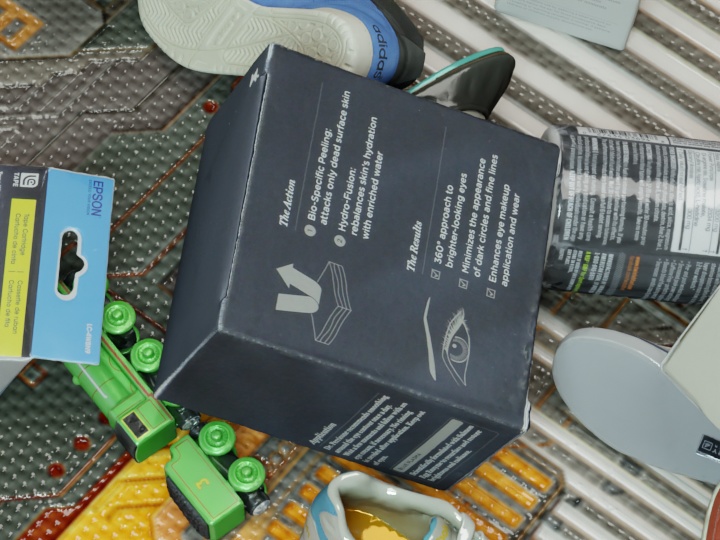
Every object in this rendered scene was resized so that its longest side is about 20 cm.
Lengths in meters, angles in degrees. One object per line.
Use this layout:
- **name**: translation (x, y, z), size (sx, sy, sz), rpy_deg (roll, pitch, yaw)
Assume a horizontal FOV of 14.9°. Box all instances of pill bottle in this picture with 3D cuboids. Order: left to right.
- **pill bottle**: translation (0.210, -0.030, 1.748), size (0.199, 0.106, 0.107), rpy_deg (7, 56, -5)

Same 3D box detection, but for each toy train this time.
- **toy train**: translation (-0.129, 0.080, 1.661), size (0.056, 0.042, 0.200), rpy_deg (-35, 68, -16)

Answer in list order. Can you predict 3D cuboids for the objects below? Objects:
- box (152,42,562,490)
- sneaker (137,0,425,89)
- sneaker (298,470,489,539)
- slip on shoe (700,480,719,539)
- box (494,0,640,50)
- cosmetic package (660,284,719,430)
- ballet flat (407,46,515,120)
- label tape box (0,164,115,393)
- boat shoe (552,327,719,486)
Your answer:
- **box**: translation (0.000, 0.000, 1.649), size (0.199, 0.117, 0.197), rpy_deg (19, 60, -17)
- **sneaker**: translation (-0.047, -0.160, 1.818), size (0.200, 0.077, 0.111), rpy_deg (19, 12, 36)
- **sneaker**: translation (0.057, 0.186, 1.594), size (0.199, 0.081, 0.077), rpy_deg (25, 55, 6)
- **slip on shoe**: translation (0.241, 0.205, 1.612), size (0.074, 0.061, 0.201), rpy_deg (4, 62, -6)
- **box**: translation (0.165, -0.266, 1.841), size (0.097, 0.200, 0.125), rpy_deg (18, 55, 3)
- **cosmetic package**: translation (0.282, 0.061, 1.657), size (0.105, 0.071, 0.200), rpy_deg (46, 27, 26)
- **ballet flat**: translation (0.021, -0.077, 1.779), size (0.199, 0.068, 0.069), rpy_deg (-24, 73, -11)
- **label tape box**: translation (-0.254, 0.007, 1.669), size (0.199, 0.066, 0.144), rpy_deg (4, 56, -5)
- **boat shoe**: translation (0.216, 0.086, 1.704), size (0.199, 0.071, 0.070), rpy_deg (23, 29, 10)
